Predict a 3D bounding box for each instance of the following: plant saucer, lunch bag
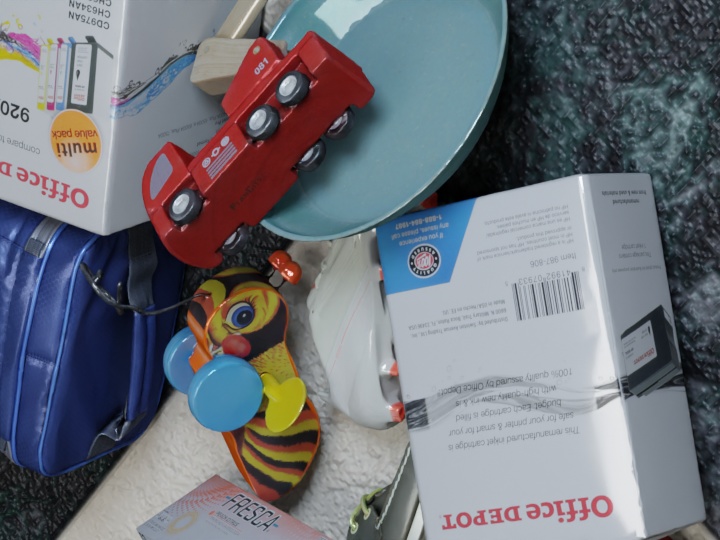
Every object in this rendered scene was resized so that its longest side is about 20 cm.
[{"bbox_3d":[0.012,-0.101,1.250,0.199,0.036,0.201,-23,51,33],"label":"plant saucer"},{"bbox_3d":[-0.193,0.036,1.416,0.132,0.136,0.201,23,115,27],"label":"lunch bag"}]

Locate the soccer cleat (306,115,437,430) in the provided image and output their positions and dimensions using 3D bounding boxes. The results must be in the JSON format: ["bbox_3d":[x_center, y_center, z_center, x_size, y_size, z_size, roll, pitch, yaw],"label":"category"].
[{"bbox_3d":[0.000,0.000,1.322,0.077,0.069,0.202,13,113,35],"label":"soccer cleat"}]

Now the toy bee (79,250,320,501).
[{"bbox_3d":[-0.068,0.047,1.350,0.108,0.200,0.131,-37,54,-4],"label":"toy bee"}]

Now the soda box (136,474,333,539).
[{"bbox_3d":[-0.066,0.187,1.356,0.200,0.068,0.064,15,135,64],"label":"soda box"}]

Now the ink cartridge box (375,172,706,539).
[{"bbox_3d":[0.101,0.057,1.239,0.144,0.084,0.202,-11,86,35],"label":"ink cartridge box"}]

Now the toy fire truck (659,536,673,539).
[{"bbox_3d":[0.140,0.250,1.289,0.199,0.112,0.168,-19,117,36],"label":"toy fire truck"}]

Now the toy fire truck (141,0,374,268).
[{"bbox_3d":[-0.059,-0.113,1.262,0.200,0.049,0.141,-47,42,13],"label":"toy fire truck"}]

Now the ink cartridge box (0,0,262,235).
[{"bbox_3d":[-0.158,-0.146,1.334,0.146,0.144,0.202,20,114,27],"label":"ink cartridge box"}]

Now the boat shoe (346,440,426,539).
[{"bbox_3d":[0.017,0.173,1.356,0.060,0.072,0.203,25,120,20],"label":"boat shoe"}]
